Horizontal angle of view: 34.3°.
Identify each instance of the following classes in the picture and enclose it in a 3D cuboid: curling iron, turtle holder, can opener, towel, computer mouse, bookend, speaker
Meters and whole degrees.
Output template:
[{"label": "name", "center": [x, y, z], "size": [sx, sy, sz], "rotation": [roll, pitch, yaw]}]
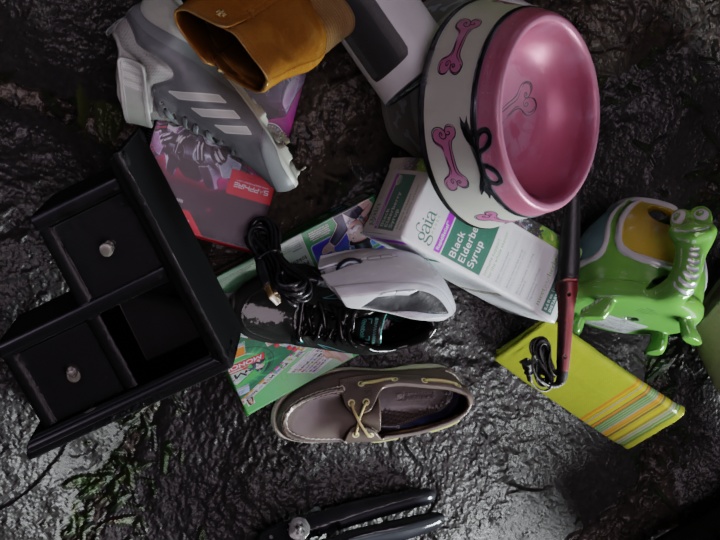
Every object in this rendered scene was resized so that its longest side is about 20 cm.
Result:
[{"label": "curling iron", "center": [0.189, 0.015, 1.099], "size": [0.049, 0.025, 0.204], "rotation": [9, 92, -33]}, {"label": "turtle holder", "center": [0.270, -0.003, 1.138], "size": [0.138, 0.186, 0.134], "rotation": [7, 74, 15]}, {"label": "can opener", "center": [-0.011, 0.256, 1.156], "size": [0.197, 0.079, 0.064], "rotation": [-18, 66, -18]}, {"label": "towel", "center": [0.237, 0.116, 1.204], "size": [0.198, 0.018, 0.086], "rotation": [33, 130, -20]}, {"label": "computer mouse", "center": [0.000, 0.000, 1.036], "size": [0.197, 0.110, 0.044], "rotation": [8, 119, -24]}, {"label": "bookend", "center": [-0.231, 0.019, 0.985], "size": [0.196, 0.092, 0.203], "rotation": [-23, 106, 7]}, {"label": "speaker", "center": [-0.003, -0.250, 1.024], "size": [0.081, 0.081, 0.201], "rotation": [-35, 91, -9]}]

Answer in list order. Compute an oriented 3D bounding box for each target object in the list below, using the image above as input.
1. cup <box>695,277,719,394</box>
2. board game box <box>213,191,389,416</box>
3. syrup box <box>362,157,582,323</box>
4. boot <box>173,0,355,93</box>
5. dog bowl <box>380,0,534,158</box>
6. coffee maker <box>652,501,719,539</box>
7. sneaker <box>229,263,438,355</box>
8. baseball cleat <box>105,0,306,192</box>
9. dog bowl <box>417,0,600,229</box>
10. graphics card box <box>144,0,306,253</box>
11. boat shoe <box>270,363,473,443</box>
[{"label": "cup", "center": [0.429, 0.065, 1.209], "size": [0.142, 0.200, 0.201], "rotation": [37, 86, 6]}, {"label": "board game box", "center": [-0.051, 0.031, 1.111], "size": [0.198, 0.029, 0.136], "rotation": [-27, 108, -13]}, {"label": "syrup box", "center": [0.107, -0.028, 1.110], "size": [0.198, 0.081, 0.080], "rotation": [28, 82, -29]}, {"label": "boot", "center": [-0.108, -0.237, 0.959], "size": [0.201, 0.071, 0.144], "rotation": [43, 44, 11]}, {"label": "dog bowl", "center": [0.120, -0.171, 1.119], "size": [0.196, 0.059, 0.204], "rotation": [-3, 100, -18]}, {"label": "coffee maker", "center": [0.386, 0.310, 1.254], "size": [0.198, 0.135, 0.195], "rotation": [-26, 104, -11]}, {"label": "sneaker", "center": [-0.021, 0.038, 1.066], "size": [0.196, 0.079, 0.077], "rotation": [1, 101, -17]}, {"label": "baseball cleat", "center": [-0.138, -0.134, 0.988], "size": [0.106, 0.070, 0.201], "rotation": [-36, 97, -2]}, {"label": "dog bowl", "center": [0.138, -0.136, 1.014], "size": [0.198, 0.073, 0.204], "rotation": [-5, 97, -48]}, {"label": "graphics card box", "center": [-0.127, -0.128, 1.047], "size": [0.123, 0.051, 0.204], "rotation": [16, 93, -20]}, {"label": "boat shoe", "center": [0.013, 0.133, 1.133], "size": [0.196, 0.059, 0.073], "rotation": [-6, 102, -18]}]
